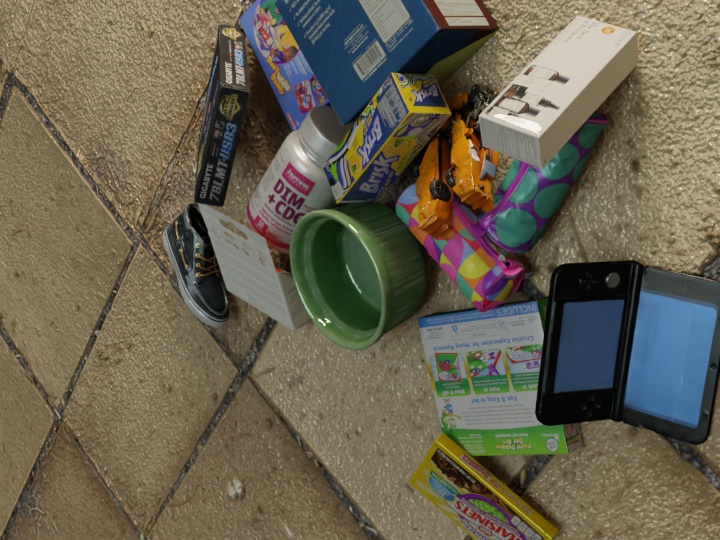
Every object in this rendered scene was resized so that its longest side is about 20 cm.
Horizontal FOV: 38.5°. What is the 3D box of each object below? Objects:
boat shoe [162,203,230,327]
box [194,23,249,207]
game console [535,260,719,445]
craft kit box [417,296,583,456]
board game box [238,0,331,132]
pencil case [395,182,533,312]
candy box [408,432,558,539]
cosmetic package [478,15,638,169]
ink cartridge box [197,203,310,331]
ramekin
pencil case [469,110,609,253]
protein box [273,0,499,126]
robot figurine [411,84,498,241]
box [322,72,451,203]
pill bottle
[{"bbox_3d":[-0.259,-0.009,1.693,0.091,0.071,0.201,-45,68,42],"label":"boat shoe"},{"bbox_3d":[-0.206,-0.231,1.528,0.199,0.049,0.201,-101,24,-51],"label":"box"},{"bbox_3d":[0.312,0.099,1.198,0.116,0.174,0.202,-144,55,-63],"label":"game console"},{"bbox_3d":[0.182,0.145,1.365,0.199,0.048,0.199,-10,90,42],"label":"craft kit box"},{"bbox_3d":[-0.085,-0.319,1.493,0.134,0.045,0.201,-34,76,40],"label":"board game box"},{"bbox_3d":[0.131,-0.039,1.334,0.200,0.088,0.089,48,126,28],"label":"pencil case"},{"bbox_3d":[0.164,0.320,1.399,0.200,0.026,0.103,39,132,15],"label":"candy box"},{"bbox_3d":[0.224,-0.204,1.153,0.082,0.200,0.051,27,150,32],"label":"cosmetic package"},{"bbox_3d":[-0.159,-0.017,1.563,0.162,0.057,0.201,29,143,34],"label":"ink cartridge box"},{"bbox_3d":[0.000,0.000,1.431,0.199,0.097,0.201,28,129,41],"label":"ramekin"},{"bbox_3d":[0.215,-0.118,1.243,0.085,0.092,0.201,56,132,40],"label":"pencil case"},{"bbox_3d":[0.029,-0.329,1.332,0.198,0.134,0.201,-40,73,39],"label":"protein box"},{"bbox_3d":[0.120,-0.140,1.291,0.145,0.058,0.201,-34,35,38],"label":"robot figurine"},{"bbox_3d":[0.030,-0.166,1.324,0.200,0.070,0.065,-47,56,48],"label":"box"},{"bbox_3d":[-0.077,-0.130,1.481,0.114,0.113,0.200,50,127,21],"label":"pill bottle"}]
